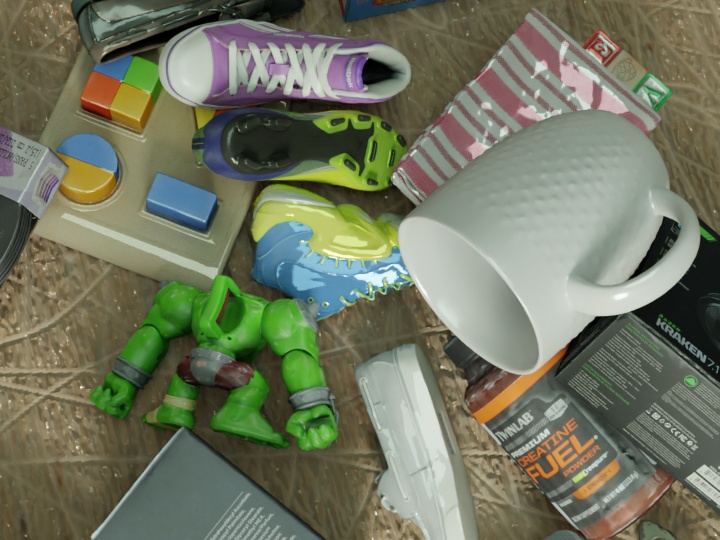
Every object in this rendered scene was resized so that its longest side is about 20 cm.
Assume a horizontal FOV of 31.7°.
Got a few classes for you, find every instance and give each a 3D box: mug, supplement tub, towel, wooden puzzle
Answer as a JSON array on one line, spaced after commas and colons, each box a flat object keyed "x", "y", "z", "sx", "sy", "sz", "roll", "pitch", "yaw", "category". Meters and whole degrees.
[{"x": 0.155, "y": -0.027, "z": 0.926, "sx": 0.175, "sy": 0.200, "sz": 0.148, "roll": -40, "pitch": 125, "yaw": -19, "category": "mug"}, {"x": 0.157, "y": 0.114, "z": 1.026, "sx": 0.107, "sy": 0.107, "sz": 0.200, "roll": -42, "pitch": 85, "yaw": -11, "category": "supplement tub"}, {"x": 0.138, "y": -0.103, "z": 1.042, "sx": 0.146, "sy": 0.030, "sz": 0.200, "roll": 41, "pitch": 78, "yaw": 1, "category": "towel"}, {"x": -0.174, "y": -0.102, "z": 1.064, "sx": 0.185, "sy": 0.046, "sz": 0.201, "roll": 21, "pitch": 78, "yaw": -2, "category": "wooden puzzle"}]

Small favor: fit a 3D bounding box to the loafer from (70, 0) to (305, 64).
[{"x": -0.138, "y": -0.208, "z": 1.064, "sx": 0.199, "sy": 0.072, "sz": 0.063, "roll": -10, "pitch": 70, "yaw": -18, "category": "loafer"}]

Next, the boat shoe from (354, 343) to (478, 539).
[{"x": 0.044, "y": 0.162, "z": 1.029, "sx": 0.068, "sy": 0.072, "sz": 0.201, "roll": -18, "pitch": 88, "yaw": 13, "category": "boat shoe"}]

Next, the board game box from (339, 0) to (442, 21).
[{"x": 0.057, "y": -0.340, "z": 1.125, "sx": 0.199, "sy": 0.056, "sz": 0.196, "roll": -15, "pitch": 81, "yaw": -8, "category": "board game box"}]

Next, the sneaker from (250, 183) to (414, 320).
[{"x": 0.000, "y": 0.000, "z": 1.060, "sx": 0.199, "sy": 0.076, "sz": 0.105, "roll": 17, "pitch": 97, "yaw": -3, "category": "sneaker"}]

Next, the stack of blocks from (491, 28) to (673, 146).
[{"x": 0.178, "y": -0.094, "z": 1.090, "sx": 0.115, "sy": 0.059, "sz": 0.200, "roll": 41, "pitch": 79, "yaw": 3, "category": "stack of blocks"}]

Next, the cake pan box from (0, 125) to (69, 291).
[{"x": -0.355, "y": -0.044, "z": 1.012, "sx": 0.200, "sy": 0.052, "sz": 0.185, "roll": 24, "pitch": 80, "yaw": 15, "category": "cake pan box"}]

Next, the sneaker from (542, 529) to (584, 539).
[{"x": 0.116, "y": 0.296, "z": 1.008, "sx": 0.200, "sy": 0.073, "sz": 0.071, "roll": -38, "pitch": 108, "yaw": -1, "category": "sneaker"}]

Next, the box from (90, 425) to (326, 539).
[{"x": -0.089, "y": 0.224, "z": 0.960, "sx": 0.200, "sy": 0.148, "sz": 0.107, "roll": 38, "pitch": 78, "yaw": 2, "category": "box"}]

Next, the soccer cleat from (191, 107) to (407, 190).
[{"x": -0.046, "y": -0.102, "z": 1.046, "sx": 0.200, "sy": 0.084, "sz": 0.065, "roll": 1, "pitch": 94, "yaw": -40, "category": "soccer cleat"}]

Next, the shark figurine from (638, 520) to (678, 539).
[{"x": 0.238, "y": 0.323, "z": 1.014, "sx": 0.128, "sy": 0.090, "sz": 0.215, "roll": 21, "pitch": 67, "yaw": 33, "category": "shark figurine"}]

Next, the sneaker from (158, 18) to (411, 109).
[{"x": -0.053, "y": -0.166, "z": 1.018, "sx": 0.200, "sy": 0.114, "sz": 0.073, "roll": -6, "pitch": 101, "yaw": -29, "category": "sneaker"}]

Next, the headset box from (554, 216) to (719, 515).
[{"x": 0.270, "y": 0.062, "z": 1.007, "sx": 0.174, "sy": 0.093, "sz": 0.200, "roll": 40, "pitch": 38, "yaw": 0, "category": "headset box"}]

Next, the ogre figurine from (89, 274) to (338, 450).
[{"x": -0.107, "y": 0.072, "z": 1.008, "sx": 0.200, "sy": 0.098, "sz": 0.120, "roll": 1, "pitch": 71, "yaw": 37, "category": "ogre figurine"}]
